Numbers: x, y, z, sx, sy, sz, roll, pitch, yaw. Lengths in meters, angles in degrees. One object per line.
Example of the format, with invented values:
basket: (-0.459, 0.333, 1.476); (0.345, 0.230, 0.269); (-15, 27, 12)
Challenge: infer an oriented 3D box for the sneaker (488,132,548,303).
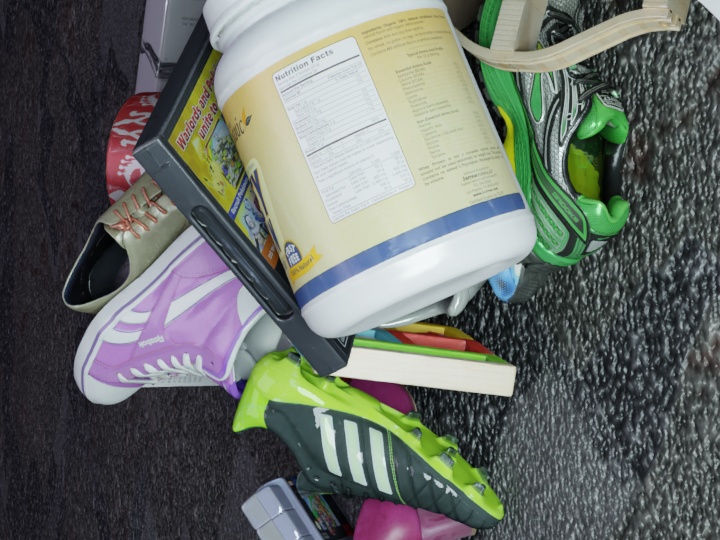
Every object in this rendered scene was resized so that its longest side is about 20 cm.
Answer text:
sneaker: (0.052, -0.058, 1.013); (0.090, 0.078, 0.201); (-38, 67, 18)

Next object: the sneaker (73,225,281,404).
sneaker: (-0.131, 0.061, 1.127); (0.201, 0.072, 0.115); (-46, 61, 32)

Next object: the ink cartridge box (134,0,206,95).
ink cartridge box: (-0.121, -0.203, 1.408); (0.084, 0.144, 0.202); (-126, 43, -56)

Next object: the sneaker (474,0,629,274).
sneaker: (0.126, -0.104, 0.935); (0.085, 0.077, 0.203); (-20, 73, 49)

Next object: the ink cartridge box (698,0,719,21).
ink cartridge box: (0.228, -0.185, 0.680); (0.116, 0.067, 0.202); (-118, 36, -48)

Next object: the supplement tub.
supplement tub: (0.002, -0.078, 0.887); (0.144, 0.143, 0.202); (-35, 76, 62)

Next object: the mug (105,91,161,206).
mug: (-0.078, -0.078, 1.227); (0.177, 0.198, 0.135); (-19, -66, -69)

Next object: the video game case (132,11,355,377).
video game case: (-0.052, -0.062, 0.966); (0.025, 0.181, 0.201); (-26, 27, 27)

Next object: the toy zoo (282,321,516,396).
toy zoo: (0.017, 0.050, 1.063); (0.200, 0.129, 0.021); (-144, 63, -78)

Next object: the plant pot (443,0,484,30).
plant pot: (0.027, -0.255, 1.047); (0.201, 0.198, 0.176); (-121, 19, -50)

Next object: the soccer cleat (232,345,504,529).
soccer cleat: (0.005, 0.129, 1.077); (0.082, 0.199, 0.068); (-59, -6, 13)

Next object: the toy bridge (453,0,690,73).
toy bridge: (0.093, -0.151, 0.908); (0.198, 0.027, 0.068); (10, 81, 36)

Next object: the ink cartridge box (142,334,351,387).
ink cartridge box: (-0.104, 0.018, 1.296); (0.147, 0.198, 0.084); (-117, 36, -46)

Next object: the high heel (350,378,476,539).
high heel: (0.005, 0.140, 1.157); (0.200, 0.095, 0.068); (-129, 29, -56)

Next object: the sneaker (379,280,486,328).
sneaker: (0.000, 0.000, 1.071); (0.198, 0.092, 0.076); (-8, 119, 34)

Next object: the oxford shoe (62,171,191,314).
oxford shoe: (-0.144, -0.038, 1.131); (0.070, 0.075, 0.201); (43, 113, 17)

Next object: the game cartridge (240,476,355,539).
game cartridge: (-0.021, 0.208, 1.126); (0.131, 0.038, 0.200); (60, -175, 10)
